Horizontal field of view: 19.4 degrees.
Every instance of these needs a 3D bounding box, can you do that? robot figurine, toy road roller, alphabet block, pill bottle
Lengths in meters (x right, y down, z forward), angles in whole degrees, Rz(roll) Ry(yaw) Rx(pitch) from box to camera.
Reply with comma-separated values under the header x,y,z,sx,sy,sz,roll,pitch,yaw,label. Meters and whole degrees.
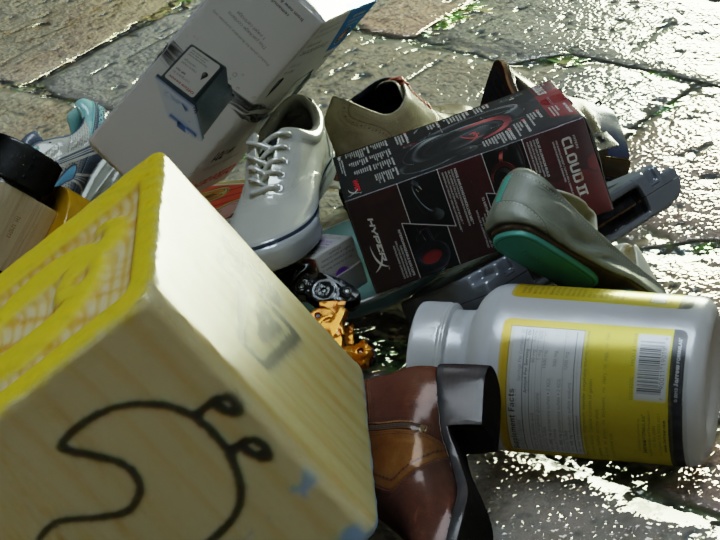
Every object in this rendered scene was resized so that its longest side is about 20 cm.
x,y,z,sx,sy,sz,roll,pitch,yaw,label
-0.087,0.066,1.466,0.198,0.058,0.146,-2,60,6,robot figurine
-0.252,-0.012,1.542,0.200,0.146,0.124,5,66,62,toy road roller
-0.125,0.089,1.232,0.195,0.200,0.197,-38,23,13,alphabet block
0.136,0.067,1.400,0.199,0.113,0.112,4,31,17,pill bottle

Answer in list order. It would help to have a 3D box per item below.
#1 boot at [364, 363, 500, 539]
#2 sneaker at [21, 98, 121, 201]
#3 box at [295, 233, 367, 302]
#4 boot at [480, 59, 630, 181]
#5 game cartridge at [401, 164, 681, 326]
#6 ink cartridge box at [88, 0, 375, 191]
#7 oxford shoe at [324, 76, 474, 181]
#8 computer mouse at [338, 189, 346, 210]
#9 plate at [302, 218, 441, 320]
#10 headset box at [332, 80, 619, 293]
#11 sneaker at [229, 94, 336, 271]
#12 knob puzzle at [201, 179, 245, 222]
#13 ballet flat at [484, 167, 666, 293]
x,y,z,sx,sy,sz,roll,pitch,yaw,label
-0.018,0.142,1.327,0.199,0.069,0.189,-5,60,18,boot
-0.252,-0.057,1.668,0.200,0.086,0.078,-51,10,-36,sneaker
-0.071,-0.006,1.578,0.041,0.039,0.199,-30,20,-32,box
0.160,-0.120,1.784,0.096,0.075,0.200,11,24,-13,boot
0.130,-0.014,1.551,0.199,0.042,0.133,-30,0,-31,game cartridge
-0.096,-0.153,1.605,0.086,0.200,0.146,42,21,3,ink cartridge box
0.042,-0.122,1.722,0.070,0.075,0.200,18,22,32,oxford shoe
0.066,-0.050,1.692,0.199,0.034,0.059,15,35,31,computer mouse
0.000,0.000,1.589,0.199,0.026,0.200,-19,18,6,plate
0.087,-0.067,1.522,0.199,0.075,0.149,-20,16,1,headset box
-0.064,-0.065,1.538,0.073,0.071,0.200,-12,26,13,sneaker
-0.148,-0.036,1.634,0.218,0.031,0.220,-19,18,6,knob puzzle
0.165,-0.004,1.446,0.067,0.200,0.064,-17,47,44,ballet flat
